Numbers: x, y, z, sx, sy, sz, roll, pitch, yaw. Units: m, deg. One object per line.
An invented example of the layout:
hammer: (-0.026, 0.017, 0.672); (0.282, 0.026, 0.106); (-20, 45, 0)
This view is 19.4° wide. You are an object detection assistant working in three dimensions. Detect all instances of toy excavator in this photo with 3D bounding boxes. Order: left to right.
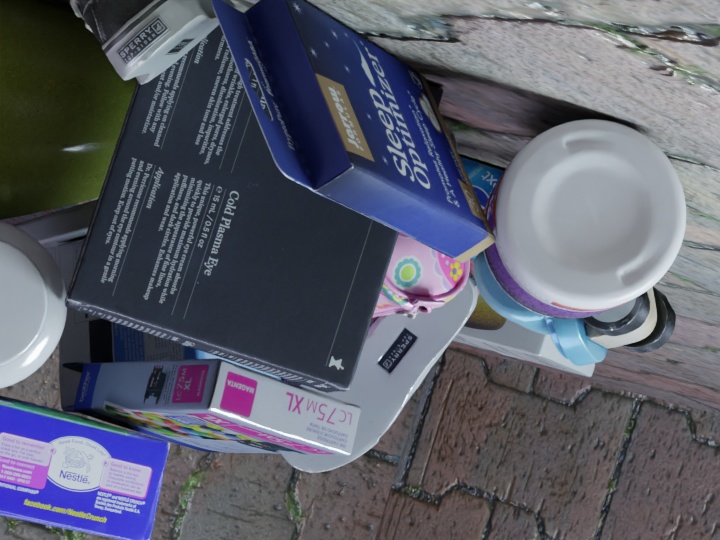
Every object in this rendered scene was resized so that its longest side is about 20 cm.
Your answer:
toy excavator: (0.104, -0.020, 1.491); (0.200, 0.195, 0.100); (-13, 165, 18)

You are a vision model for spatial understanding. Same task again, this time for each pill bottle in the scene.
pill bottle: (-0.251, 0.024, 1.392); (0.112, 0.112, 0.200); (18, 176, -9)
pill bottle: (0.132, -0.027, 1.310); (0.111, 0.112, 0.200); (18, 176, 0)

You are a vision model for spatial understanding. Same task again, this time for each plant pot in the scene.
plant pot: (-0.236, -0.112, 1.454); (0.200, 0.187, 0.187); (3, -178, -23)

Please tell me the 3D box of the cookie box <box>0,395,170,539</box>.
cookie box: (-0.243, 0.126, 1.452); (0.171, 0.075, 0.200); (16, 174, -22)

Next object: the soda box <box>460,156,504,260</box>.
soda box: (0.083, -0.042, 1.658); (0.068, 0.064, 0.200); (18, 177, 2)

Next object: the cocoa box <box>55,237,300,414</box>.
cocoa box: (-0.119, 0.046, 1.613); (0.131, 0.134, 0.200); (-13, 165, 30)

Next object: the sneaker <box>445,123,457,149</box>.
sneaker: (-0.036, -0.089, 1.443); (0.200, 0.075, 0.082); (17, 174, -1)

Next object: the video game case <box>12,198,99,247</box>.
video game case: (-0.140, -0.049, 1.581); (0.182, 0.022, 0.200); (-11, 179, -44)

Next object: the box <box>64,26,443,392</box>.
box: (-0.069, -0.044, 1.322); (0.182, 0.200, 0.104); (19, 174, -7)

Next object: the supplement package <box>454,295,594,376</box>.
supplement package: (0.116, 0.012, 1.899); (0.200, 0.114, 0.109); (14, 175, 33)

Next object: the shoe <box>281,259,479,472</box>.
shoe: (0.019, 0.068, 1.594); (0.071, 0.200, 0.091); (41, -168, 3)

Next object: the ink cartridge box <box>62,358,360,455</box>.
ink cartridge box: (-0.107, 0.092, 1.415); (0.119, 0.042, 0.200); (22, 166, -35)

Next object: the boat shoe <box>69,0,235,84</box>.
boat shoe: (-0.116, -0.147, 1.161); (0.064, 0.071, 0.200); (51, -177, -3)

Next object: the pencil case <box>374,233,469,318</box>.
pencil case: (0.000, 0.000, 1.490); (0.087, 0.088, 0.200); (20, 163, -25)

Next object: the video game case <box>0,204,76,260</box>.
video game case: (-0.277, -0.098, 1.628); (0.045, 0.182, 0.200); (17, 176, 25)

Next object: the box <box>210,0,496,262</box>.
box: (-0.001, -0.082, 1.175); (0.032, 0.121, 0.200); (-33, 153, 22)
